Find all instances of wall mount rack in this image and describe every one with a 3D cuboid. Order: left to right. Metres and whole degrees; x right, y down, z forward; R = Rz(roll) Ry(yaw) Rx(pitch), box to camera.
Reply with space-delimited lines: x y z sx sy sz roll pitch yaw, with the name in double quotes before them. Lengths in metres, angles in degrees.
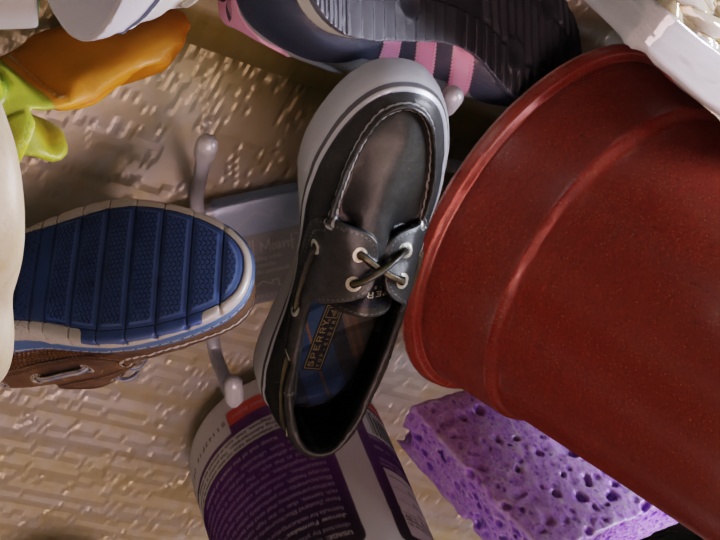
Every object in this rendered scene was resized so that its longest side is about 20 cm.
"wall mount rack" -0.019 -0.022 0.808 0.198 0.075 0.175 -13 130 -12

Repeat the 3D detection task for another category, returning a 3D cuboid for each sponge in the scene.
"sponge" 0.129 0.095 0.895 0.199 0.112 0.030 -13 137 -38

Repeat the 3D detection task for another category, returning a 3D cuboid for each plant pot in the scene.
"plant pot" 0.157 0.026 0.789 0.200 0.195 0.202 -32 143 -28

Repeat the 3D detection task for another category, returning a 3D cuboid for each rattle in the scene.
"rattle" -0.147 -0.007 0.729 0.142 0.129 0.202 -18 102 -52

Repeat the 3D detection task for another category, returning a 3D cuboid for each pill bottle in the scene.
"pill bottle" -0.016 0.156 0.856 0.110 0.201 0.112 -10 130 -13

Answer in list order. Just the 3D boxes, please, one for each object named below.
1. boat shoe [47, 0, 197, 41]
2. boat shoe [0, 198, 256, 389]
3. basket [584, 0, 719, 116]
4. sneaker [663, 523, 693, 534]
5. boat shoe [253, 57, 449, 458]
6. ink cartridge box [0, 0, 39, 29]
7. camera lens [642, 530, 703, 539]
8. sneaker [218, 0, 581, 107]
"boat shoe" -0.048 -0.149 0.605 0.070 0.071 0.200 -20 167 -39
"boat shoe" -0.130 0.017 0.775 0.198 0.073 0.072 -4 152 23
"basket" 0.195 -0.134 0.766 0.199 0.136 0.124 29 109 -36
"sneaker" 0.158 0.126 0.980 0.198 0.079 0.096 17 130 -3
"boat shoe" 0.000 0.000 0.749 0.068 0.057 0.201 1 129 -22
"ink cartridge box" -0.226 -0.148 0.636 0.198 0.059 0.104 -5 128 -17
"camera lens" 0.226 0.243 1.057 0.160 0.160 0.200 -40 130 13
"sneaker" 0.022 -0.117 0.766 0.199 0.082 0.071 14 78 -45
